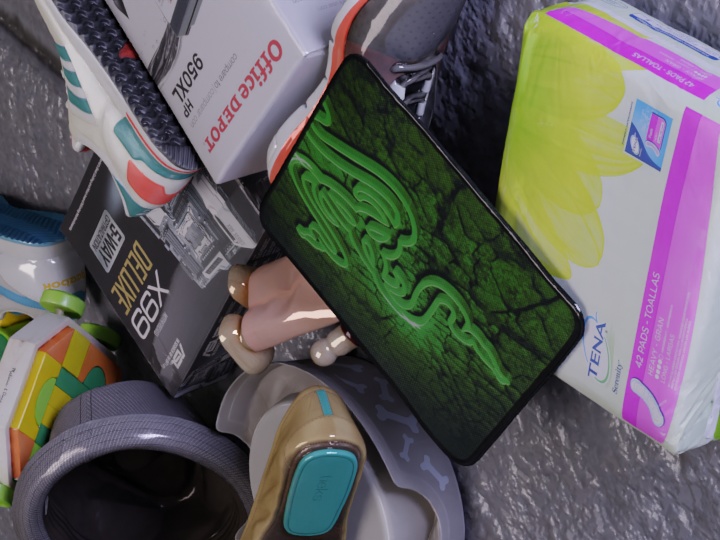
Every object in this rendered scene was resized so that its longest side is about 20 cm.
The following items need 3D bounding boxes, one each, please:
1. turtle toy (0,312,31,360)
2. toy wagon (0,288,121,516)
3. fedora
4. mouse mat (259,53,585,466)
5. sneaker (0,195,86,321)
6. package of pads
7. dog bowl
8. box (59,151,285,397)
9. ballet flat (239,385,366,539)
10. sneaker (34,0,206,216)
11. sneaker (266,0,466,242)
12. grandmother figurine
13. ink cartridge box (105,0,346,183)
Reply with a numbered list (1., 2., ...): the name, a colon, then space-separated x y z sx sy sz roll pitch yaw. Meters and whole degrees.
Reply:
1. turtle toy: -0.312 0.109 1.683 0.200 0.101 0.146 -30 82 53
2. toy wagon: -0.215 0.111 1.536 0.039 0.156 0.200 12 163 22
3. fedora: -0.152 0.149 1.480 0.176 0.200 0.091 -30 40 16
4. mouse mat: 0.028 -0.002 1.155 0.200 0.008 0.161 51 141 15
5. sneaker: -0.282 -0.008 1.614 0.200 0.076 0.081 18 121 49
6. package of pads: 0.138 -0.026 1.078 0.154 0.068 0.201 34 130 38
7. dog bowl: -0.012 0.146 1.357 0.200 0.059 0.201 27 126 44
8. box: -0.118 -0.035 1.413 0.158 0.050 0.200 55 140 20
9. ballet flat: -0.039 0.151 1.309 0.063 0.068 0.200 -105 28 -44
10. sneaker: -0.171 -0.124 1.339 0.200 0.070 0.093 57 133 13
11. sneaker: 0.019 -0.092 1.178 0.082 0.077 0.200 59 139 27
12. grandmother figurine: 0.000 0.000 1.259 0.200 0.060 0.122 -18 63 44
13. ink cartridge box: -0.078 -0.176 1.269 0.200 0.084 0.145 58 142 15
